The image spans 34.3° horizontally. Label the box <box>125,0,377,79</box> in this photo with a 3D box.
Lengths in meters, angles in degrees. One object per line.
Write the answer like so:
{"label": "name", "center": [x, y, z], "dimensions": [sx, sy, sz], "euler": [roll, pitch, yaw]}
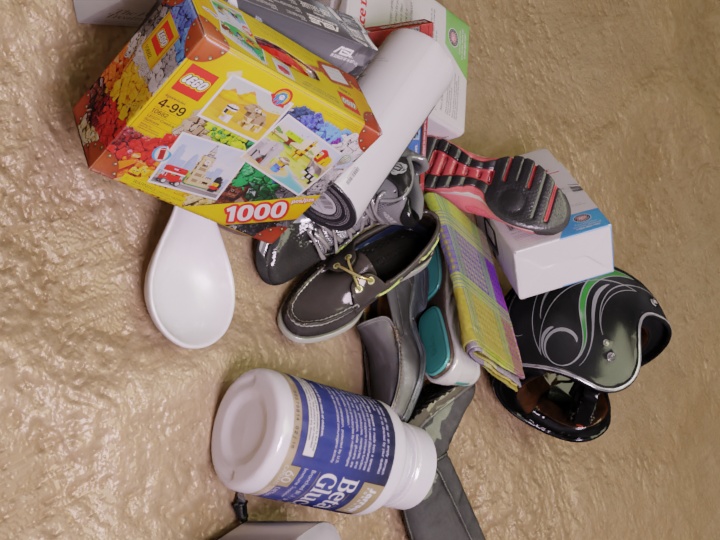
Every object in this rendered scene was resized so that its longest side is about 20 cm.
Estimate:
{"label": "box", "center": [-0.105, -0.173, 1.015], "dimensions": [0.199, 0.158, 0.050], "euler": [10, 41, -47]}

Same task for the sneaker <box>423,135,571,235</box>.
{"label": "sneaker", "center": [0.144, -0.093, 1.306], "dimensions": [0.074, 0.199, 0.087], "euler": [-65, 163, -4]}

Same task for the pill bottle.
{"label": "pill bottle", "center": [-0.028, 0.165, 1.078], "dimensions": [0.199, 0.111, 0.112], "euler": [20, 66, -36]}

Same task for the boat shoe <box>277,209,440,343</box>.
{"label": "boat shoe", "center": [0.000, 0.000, 1.167], "dimensions": [0.201, 0.061, 0.072], "euler": [-35, 75, -30]}

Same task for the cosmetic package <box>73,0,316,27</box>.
{"label": "cosmetic package", "center": [-0.136, -0.261, 1.055], "dimensions": [0.199, 0.150, 0.052], "euler": [-9, 86, -48]}

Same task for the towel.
{"label": "towel", "center": [0.123, 0.022, 1.258], "dimensions": [0.144, 0.023, 0.201], "euler": [34, 37, -54]}

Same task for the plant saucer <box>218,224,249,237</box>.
{"label": "plant saucer", "center": [-0.110, -0.134, 1.142], "dimensions": [0.200, 0.032, 0.201], "euler": [15, 69, -44]}

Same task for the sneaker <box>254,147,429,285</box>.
{"label": "sneaker", "center": [-0.007, -0.053, 1.130], "dimensions": [0.200, 0.115, 0.075], "euler": [-51, 143, -17]}

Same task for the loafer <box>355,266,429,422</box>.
{"label": "loafer", "center": [0.023, 0.070, 1.212], "dimensions": [0.072, 0.073, 0.201], "euler": [24, 53, -32]}

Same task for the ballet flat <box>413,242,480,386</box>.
{"label": "ballet flat", "center": [0.090, 0.043, 1.262], "dimensions": [0.069, 0.069, 0.201], "euler": [32, 37, -39]}

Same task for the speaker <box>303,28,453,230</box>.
{"label": "speaker", "center": [0.011, -0.137, 1.103], "dimensions": [0.081, 0.081, 0.200], "euler": [49, 57, -27]}

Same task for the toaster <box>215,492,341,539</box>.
{"label": "toaster", "center": [-0.087, 0.315, 0.982], "dimensions": [0.181, 0.118, 0.201], "euler": [-32, 104, -48]}

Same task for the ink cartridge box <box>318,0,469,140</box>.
{"label": "ink cartridge box", "center": [0.026, -0.240, 1.279], "dimensions": [0.200, 0.084, 0.146], "euler": [25, 62, -42]}

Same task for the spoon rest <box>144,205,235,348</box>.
{"label": "spoon rest", "center": [-0.160, -0.030, 1.036], "dimensions": [0.099, 0.060, 0.201], "euler": [-11, 88, -49]}

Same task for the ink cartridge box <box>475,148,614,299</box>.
{"label": "ink cartridge box", "center": [0.204, -0.059, 1.362], "dimensions": [0.200, 0.115, 0.067], "euler": [-112, -173, -57]}

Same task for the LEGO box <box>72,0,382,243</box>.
{"label": "LEGO box", "center": [-0.106, -0.122, 0.951], "dimensions": [0.200, 0.149, 0.077], "euler": [22, 34, -45]}

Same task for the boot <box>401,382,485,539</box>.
{"label": "boot", "center": [0.098, 0.231, 1.245], "dimensions": [0.182, 0.072, 0.201], "euler": [-36, 101, -32]}

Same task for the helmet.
{"label": "helmet", "center": [0.255, 0.081, 1.365], "dimensions": [0.200, 0.199, 0.191], "euler": [47, 52, -29]}

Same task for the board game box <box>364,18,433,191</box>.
{"label": "board game box", "center": [0.025, -0.155, 1.213], "dimensions": [0.103, 0.019, 0.201], "euler": [-15, 121, -29]}
